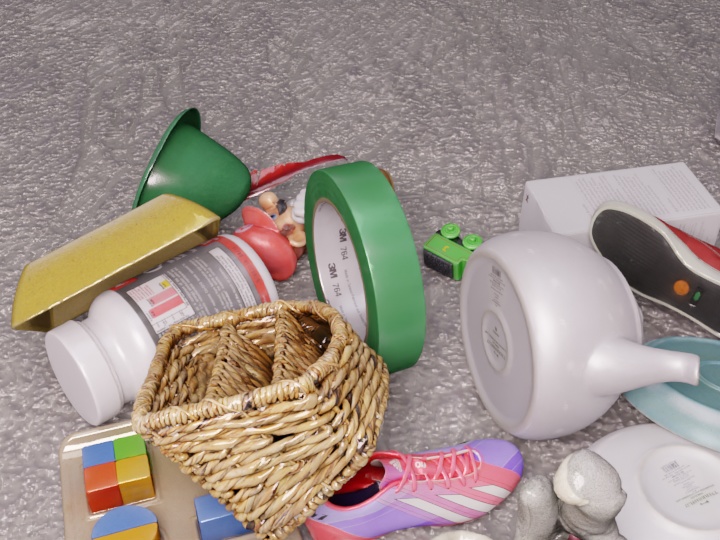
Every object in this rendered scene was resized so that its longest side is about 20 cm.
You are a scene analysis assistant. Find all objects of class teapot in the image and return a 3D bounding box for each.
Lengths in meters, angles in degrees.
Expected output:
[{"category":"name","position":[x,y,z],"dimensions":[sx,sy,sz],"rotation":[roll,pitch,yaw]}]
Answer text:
[{"category":"teapot","position":[0.184,0.050,0.849],"dimensions":[0.144,0.198,0.202],"rotation":[-10,65,-16]}]

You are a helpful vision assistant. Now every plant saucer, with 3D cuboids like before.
[{"category":"plant saucer","position":[0.333,0.107,0.853],"dimensions":[0.198,0.028,0.200],"rotation":[8,22,-3]},{"category":"plant saucer","position":[-0.232,-0.011,0.892],"dimensions":[0.199,0.200,0.049],"rotation":[-30,91,-11]}]

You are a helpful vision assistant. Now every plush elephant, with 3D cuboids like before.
[{"category":"plush elephant","position":[0.120,0.235,0.627],"dimensions":[0.154,0.200,0.165],"rotation":[-32,80,-17]}]

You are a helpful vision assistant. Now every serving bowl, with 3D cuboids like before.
[{"category":"serving bowl","position":[0.261,0.196,0.764],"dimensions":[0.198,0.066,0.201],"rotation":[0,39,0]}]

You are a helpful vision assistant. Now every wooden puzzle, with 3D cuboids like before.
[{"category":"wooden puzzle","position":[-0.154,0.189,0.781],"dimensions":[0.183,0.047,0.201],"rotation":[-11,41,-14]}]

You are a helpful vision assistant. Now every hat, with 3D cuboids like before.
[{"category":"hat","position":[-0.134,-0.074,1.027],"dimensions":[0.175,0.202,0.166],"rotation":[23,0,1]}]

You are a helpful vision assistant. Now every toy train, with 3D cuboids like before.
[{"category":"toy train","position":[0.152,0.009,1.009],"dimensions":[0.199,0.042,0.056],"rotation":[29,57,30]}]

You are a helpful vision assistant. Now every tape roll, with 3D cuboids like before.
[{"category":"tape roll","position":[0.000,0.000,0.889],"dimensions":[0.048,0.202,0.201],"rotation":[-14,42,-17]}]

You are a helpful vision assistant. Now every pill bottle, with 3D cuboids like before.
[{"category":"pill bottle","position":[-0.183,0.055,0.886],"dimensions":[0.199,0.117,0.116],"rotation":[-29,48,-32]}]

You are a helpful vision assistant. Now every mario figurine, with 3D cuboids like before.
[{"category":"mario figurine","position":[-0.059,-0.071,1.043],"dimensions":[0.199,0.124,0.106],"rotation":[-26,59,-35]}]

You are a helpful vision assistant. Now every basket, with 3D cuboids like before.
[{"category":"basket","position":[-0.072,0.083,0.743],"dimensions":[0.143,0.149,0.200],"rotation":[-43,13,11]}]

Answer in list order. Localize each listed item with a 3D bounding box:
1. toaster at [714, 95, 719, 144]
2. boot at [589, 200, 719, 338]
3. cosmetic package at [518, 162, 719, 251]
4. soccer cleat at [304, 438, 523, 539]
[{"category":"toaster","position":[0.563,-0.227,1.195],"dimensions":[0.180,0.201,0.119],"rotation":[-26,43,-18]},{"category":"boot","position":[0.342,-0.015,0.989],"dimensions":[0.199,0.073,0.144],"rotation":[37,33,17]},{"category":"cosmetic package","position":[0.291,-0.056,1.062],"dimensions":[0.198,0.072,0.102],"rotation":[-7,41,-10]},{"category":"soccer cleat","position":[0.047,0.174,0.776],"dimensions":[0.198,0.077,0.067],"rotation":[-13,44,-13]}]
